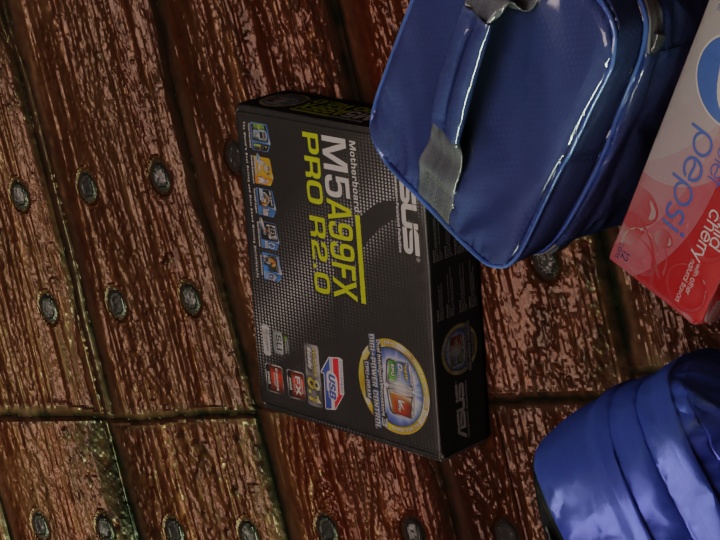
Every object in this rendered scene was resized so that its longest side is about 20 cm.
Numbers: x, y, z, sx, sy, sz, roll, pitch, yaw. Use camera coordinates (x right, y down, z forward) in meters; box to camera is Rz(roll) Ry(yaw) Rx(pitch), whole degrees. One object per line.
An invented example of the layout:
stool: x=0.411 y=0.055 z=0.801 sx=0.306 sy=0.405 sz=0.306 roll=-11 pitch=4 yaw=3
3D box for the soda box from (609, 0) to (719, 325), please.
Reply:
soda box: x=0.195 y=-0.072 z=1.239 sx=0.070 sy=0.063 sz=0.201 roll=40 pitch=131 yaw=29

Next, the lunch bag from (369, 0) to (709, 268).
lunch bag: x=0.098 y=-0.108 z=1.278 sx=0.136 sy=0.132 sz=0.200 roll=43 pitch=133 yaw=27

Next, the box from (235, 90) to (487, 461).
box: x=0.000 y=0.000 z=1.495 sx=0.160 sy=0.044 sz=0.201 roll=15 pitch=116 yaw=44

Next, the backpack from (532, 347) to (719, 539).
backpack: x=0.196 y=0.135 z=1.257 sx=0.168 sy=0.162 sz=0.200 roll=-36 pitch=77 yaw=19
